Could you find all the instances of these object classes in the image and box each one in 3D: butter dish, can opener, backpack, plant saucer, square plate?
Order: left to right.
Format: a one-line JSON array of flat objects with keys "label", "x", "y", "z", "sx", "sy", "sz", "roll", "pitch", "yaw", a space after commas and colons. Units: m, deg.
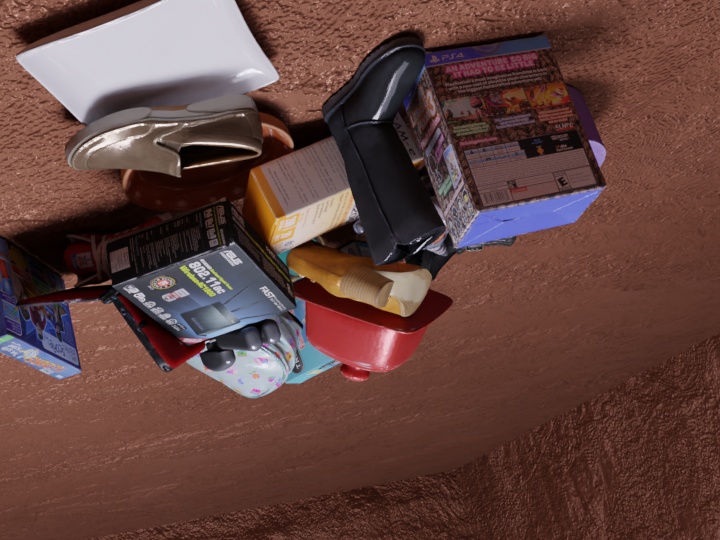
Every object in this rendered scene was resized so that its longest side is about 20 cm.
[{"label": "square plate", "x": -0.195, "y": -0.200, "z": 1.045, "sx": 0.197, "sy": 0.029, "sz": 0.200, "roll": -21, "pitch": 160, "yaw": 5}, {"label": "plant saucer", "x": -0.175, "y": -0.127, "z": 1.252, "sx": 0.199, "sy": 0.032, "sz": 0.200, "roll": -17, "pitch": 160, "yaw": -6}, {"label": "backpack", "x": -0.183, "y": 0.088, "z": 1.587, "sx": 0.200, "sy": 0.127, "sz": 0.167, "roll": 37, "pitch": 136, "yaw": -24}, {"label": "can opener", "x": -0.158, "y": 0.092, "z": 1.419, "sx": 0.052, "sy": 0.067, "sz": 0.200, "roll": -22, "pitch": -176, "yaw": -28}, {"label": "butter dish", "x": 0.005, "y": 0.085, "z": 1.549, "sx": 0.198, "sy": 0.149, "sz": 0.200, "roll": 17, "pitch": -162, "yaw": 19}]

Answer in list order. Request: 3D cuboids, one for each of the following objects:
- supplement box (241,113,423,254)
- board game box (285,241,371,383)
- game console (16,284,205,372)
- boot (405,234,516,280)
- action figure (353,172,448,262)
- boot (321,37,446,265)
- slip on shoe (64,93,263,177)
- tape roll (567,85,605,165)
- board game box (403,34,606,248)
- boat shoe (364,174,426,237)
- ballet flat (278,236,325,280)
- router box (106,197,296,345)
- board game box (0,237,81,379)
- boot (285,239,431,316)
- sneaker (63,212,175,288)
[{"label": "supplement box", "x": -0.035, "y": -0.102, "z": 1.319, "sx": 0.199, "sy": 0.074, "sz": 0.126, "roll": -25, "pitch": 166, "yaw": -18}, {"label": "board game box", "x": -0.052, "y": 0.067, "z": 1.697, "sx": 0.199, "sy": 0.152, "sz": 0.047, "roll": -28, "pitch": 162, "yaw": 26}, {"label": "game console", "x": -0.301, "y": 0.069, "z": 1.359, "sx": 0.118, "sy": 0.173, "sz": 0.200, "roll": -36, "pitch": -179, "yaw": 6}, {"label": "boot", "x": 0.153, "y": -0.046, "z": 1.685, "sx": 0.157, "sy": 0.080, "sz": 0.211, "roll": -14, "pitch": 160, "yaw": -12}, {"label": "action figure", "x": 0.097, "y": -0.073, "z": 1.343, "sx": 0.199, "sy": 0.105, "sz": 0.193, "roll": -33, "pitch": 179, "yaw": 2}, {"label": "boot", "x": 0.043, "y": -0.126, "z": 1.192, "sx": 0.065, "sy": 0.201, "sz": 0.165, "roll": -2, "pitch": 155, "yaw": -37}, {"label": "slip on shoe", "x": -0.196, "y": -0.125, "z": 1.111, "sx": 0.199, "sy": 0.061, "sz": 0.076, "roll": -13, "pitch": 161, "yaw": -14}, {"label": "tape roll", "x": 0.215, "y": -0.155, "z": 1.444, "sx": 0.199, "sy": 0.085, "sz": 0.200, "roll": -16, "pitch": 160, "yaw": -6}, {"label": "board game box", "x": 0.157, "y": -0.147, "z": 1.238, "sx": 0.159, "sy": 0.201, "sz": 0.097, "roll": -11, "pitch": 161, "yaw": -17}, {"label": "boat shoe", "x": 0.061, "y": -0.080, "z": 1.541, "sx": 0.076, "sy": 0.072, "sz": 0.200, "roll": 5, "pitch": 153, "yaw": -20}, {"label": "ballet flat", "x": -0.104, "y": -0.017, "z": 1.592, "sx": 0.200, "sy": 0.069, "sz": 0.063, "roll": -35, "pitch": -177, "yaw": 44}, {"label": "router box", "x": -0.178, "y": 0.007, "z": 1.266, "sx": 0.149, "sy": 0.062, "sz": 0.200, "roll": -20, "pitch": 152, "yaw": 10}, {"label": "board game box", "x": -0.412, "y": 0.047, "z": 1.352, "sx": 0.034, "sy": 0.136, "sz": 0.200, "roll": -18, "pitch": 159, "yaw": 5}, {"label": "boot", "x": 0.000, "y": 0.001, "z": 1.411, "sx": 0.201, "sy": 0.143, "sz": 0.071, "roll": 3, "pitch": 111, "yaw": -66}, {"label": "sneaker", "x": -0.292, "y": -0.023, "z": 1.327, "sx": 0.112, "sy": 0.072, "sz": 0.200, "roll": -7, "pitch": 174, "yaw": -29}]
